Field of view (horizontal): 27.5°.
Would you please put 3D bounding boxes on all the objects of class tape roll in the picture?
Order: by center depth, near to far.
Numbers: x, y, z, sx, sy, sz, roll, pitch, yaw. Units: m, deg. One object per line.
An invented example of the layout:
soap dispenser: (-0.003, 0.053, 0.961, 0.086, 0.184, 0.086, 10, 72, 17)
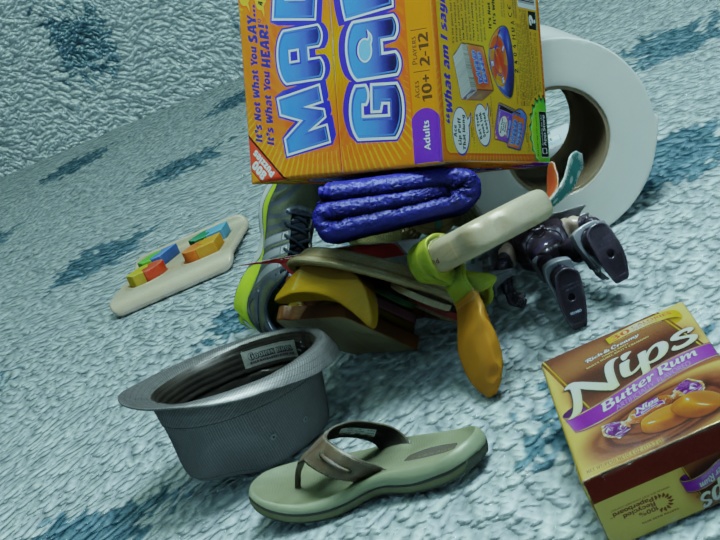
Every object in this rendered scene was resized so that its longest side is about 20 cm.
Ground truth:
tape roll: (0.180, -0.139, 1.475, 0.201, 0.204, 0.139, -26, 16, -1)

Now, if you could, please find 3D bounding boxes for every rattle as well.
rattle: (0.144, -0.006, 1.247, 0.199, 0.143, 0.130, -22, -21, -50)

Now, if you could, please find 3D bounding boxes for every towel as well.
towel: (0.029, -0.061, 1.286, 0.146, 0.050, 0.200, -14, 0, 1)

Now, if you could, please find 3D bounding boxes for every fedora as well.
fedora: (-0.104, 0.123, 1.283, 0.199, 0.091, 0.176, -25, 15, -38)

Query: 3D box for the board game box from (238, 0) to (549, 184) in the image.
board game box: (0.031, -0.185, 1.310, 0.198, 0.202, 0.199, -4, 1, 33)

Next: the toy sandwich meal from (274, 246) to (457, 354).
toy sandwich meal: (0.011, 0.036, 1.336, 0.205, 0.204, 0.071, 2, 74, 58)

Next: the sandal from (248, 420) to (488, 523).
sandal: (0.002, 0.141, 1.130, 0.199, 0.058, 0.080, -18, 18, 24)

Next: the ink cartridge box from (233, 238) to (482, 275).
ink cartridge box: (0.000, 0.000, 1.456, 0.160, 0.051, 0.199, -10, -1, 42)

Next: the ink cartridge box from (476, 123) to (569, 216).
ink cartridge box: (0.175, -0.131, 1.729, 0.159, 0.048, 0.200, -24, 19, 9)

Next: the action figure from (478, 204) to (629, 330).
action figure: (0.176, -0.010, 1.330, 0.130, 0.070, 0.200, -33, 13, -2)

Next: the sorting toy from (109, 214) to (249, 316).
sorting toy: (-0.249, -0.016, 2.026, 0.184, 0.037, 0.200, -23, 17, 9)

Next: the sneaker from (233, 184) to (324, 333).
sneaker: (-0.073, -0.019, 1.578, 0.073, 0.202, 0.081, 6, 16, -33)

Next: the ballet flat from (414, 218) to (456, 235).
ballet flat: (0.051, -0.128, 1.475, 0.068, 0.063, 0.201, -19, 60, -8)

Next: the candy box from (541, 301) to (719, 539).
candy box: (0.194, 0.097, 0.989, 0.116, 0.057, 0.200, -25, 15, 6)

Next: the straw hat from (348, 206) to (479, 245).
straw hat: (0.024, -0.059, 1.591, 0.201, 0.200, 0.086, 5, 67, 60)
